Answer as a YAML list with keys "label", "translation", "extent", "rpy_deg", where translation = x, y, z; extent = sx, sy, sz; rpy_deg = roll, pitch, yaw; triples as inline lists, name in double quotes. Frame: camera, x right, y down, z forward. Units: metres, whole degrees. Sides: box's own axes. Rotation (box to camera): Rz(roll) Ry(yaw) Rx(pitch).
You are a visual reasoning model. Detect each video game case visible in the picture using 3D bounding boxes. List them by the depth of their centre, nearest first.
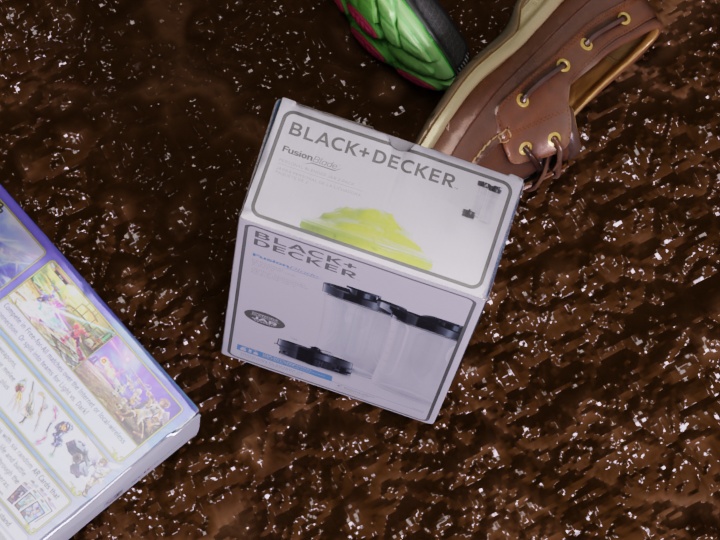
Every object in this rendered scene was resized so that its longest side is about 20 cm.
- label: "video game case"
  translation: [-0.208, 0.056, 1.318]
  extent: [0.181, 0.045, 0.200]
  rpy_deg: [-39, 79, -14]

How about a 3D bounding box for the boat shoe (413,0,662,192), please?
- label: "boat shoe"
  translation: [0.078, -0.075, 1.377]
  extent: [0.067, 0.072, 0.200]
  rpy_deg: [35, 69, 8]

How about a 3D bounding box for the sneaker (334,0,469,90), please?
- label: "sneaker"
  translation: [0.013, -0.185, 1.406]
  extent: [0.084, 0.077, 0.200]
  rpy_deg: [-21, 76, -8]

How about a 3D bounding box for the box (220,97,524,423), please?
- label: "box"
  translation: [0.000, 0.000, 1.276]
  extent: [0.116, 0.200, 0.060]
  rpy_deg: [19, 70, 0]
